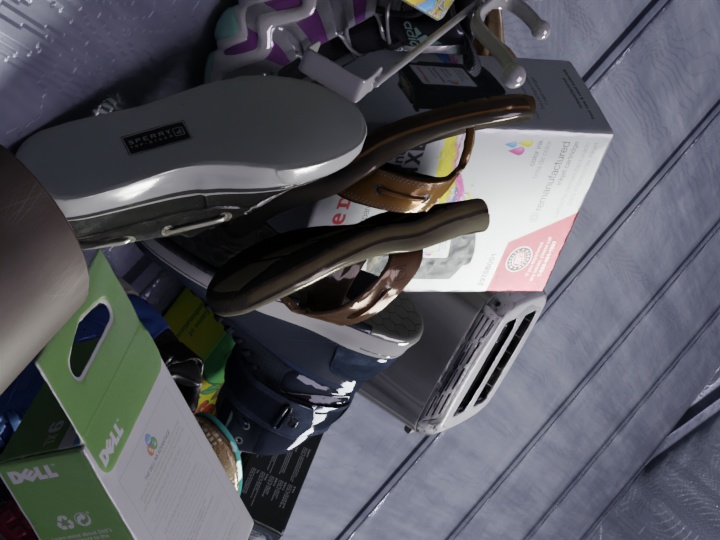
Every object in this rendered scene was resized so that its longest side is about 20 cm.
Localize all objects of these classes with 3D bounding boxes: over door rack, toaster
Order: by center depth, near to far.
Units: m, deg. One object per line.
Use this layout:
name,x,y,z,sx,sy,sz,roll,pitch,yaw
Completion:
over door rack,0.069,-0.161,0.839,0.199,0.066,0.149,-26,147,-52
toaster,0.063,0.037,1.399,0.113,0.129,0.201,-17,139,-58

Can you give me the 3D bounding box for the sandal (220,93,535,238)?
sandal,0.012,-0.053,1.002,0.198,0.055,0.082,-23,-178,2

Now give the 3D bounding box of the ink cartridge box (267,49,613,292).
ink cartridge box,0.045,-0.063,1.134,0.198,0.083,0.147,0,133,-24

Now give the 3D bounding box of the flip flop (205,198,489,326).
flip flop,0.000,0.000,1.016,0.199,0.081,0.058,-17,102,-40

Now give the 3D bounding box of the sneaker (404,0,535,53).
sneaker,0.091,-0.223,1.116,0.200,0.078,0.100,-39,151,-32

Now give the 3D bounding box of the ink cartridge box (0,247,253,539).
ink cartridge box,-0.134,0.103,0.919,0.104,0.059,0.201,-68,140,-53

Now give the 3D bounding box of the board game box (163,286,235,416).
board game box,-0.132,0.092,1.192,0.201,0.047,0.102,-52,160,0

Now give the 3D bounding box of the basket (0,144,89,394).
basket,-0.231,0.035,0.780,0.200,0.135,0.181,-44,146,-31

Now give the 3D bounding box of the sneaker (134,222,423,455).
sneaker,-0.082,0.039,1.084,0.146,0.201,0.077,-47,-155,35

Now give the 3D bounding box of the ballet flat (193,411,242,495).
ballet flat,-0.122,0.152,1.114,0.065,0.071,0.200,-33,164,-23

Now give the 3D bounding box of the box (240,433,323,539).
box,-0.058,0.124,1.256,0.160,0.043,0.201,120,-6,-59

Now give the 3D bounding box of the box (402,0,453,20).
box,0.020,-0.255,0.846,0.201,0.122,0.192,-56,159,9

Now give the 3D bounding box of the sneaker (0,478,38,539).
sneaker,-0.177,0.185,1.029,0.081,0.200,0.075,-47,157,-4

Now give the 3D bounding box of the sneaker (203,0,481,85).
sneaker,0.007,-0.140,0.978,0.201,0.140,0.078,-55,159,7

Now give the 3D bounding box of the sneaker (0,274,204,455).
sneaker,-0.177,0.085,0.997,0.199,0.111,0.077,-32,152,-42

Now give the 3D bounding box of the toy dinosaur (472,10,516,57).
toy dinosaur,0.097,-0.153,1.257,0.060,0.107,0.200,-21,157,-10

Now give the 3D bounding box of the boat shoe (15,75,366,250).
boat shoe,-0.094,-0.056,0.945,0.198,0.071,0.064,-11,145,-17
